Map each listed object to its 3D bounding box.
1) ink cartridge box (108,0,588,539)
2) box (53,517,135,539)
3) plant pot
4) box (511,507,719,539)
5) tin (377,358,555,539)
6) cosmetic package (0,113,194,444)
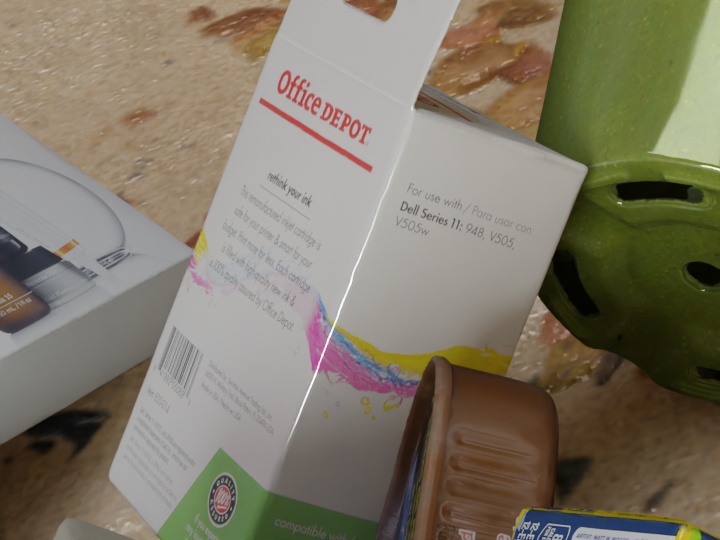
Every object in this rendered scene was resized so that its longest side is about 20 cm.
[{"bbox_3d":[0.000,0.000,0.831,0.117,0.067,0.201,36,107,62],"label":"ink cartridge box"},{"bbox_3d":[-0.046,0.127,0.619,0.200,0.077,0.096,-163,96,-80],"label":"box"},{"bbox_3d":[0.137,-0.065,0.877,0.199,0.201,0.191,0,50,31],"label":"plant pot"},{"bbox_3d":[0.048,0.157,0.583,0.064,0.070,0.201,-3,66,58],"label":"box"},{"bbox_3d":[0.018,0.115,0.698,0.042,0.112,0.201,11,50,0],"label":"tin"},{"bbox_3d":[-0.177,0.003,0.953,0.150,0.052,0.200,32,34,20],"label":"cosmetic package"}]
